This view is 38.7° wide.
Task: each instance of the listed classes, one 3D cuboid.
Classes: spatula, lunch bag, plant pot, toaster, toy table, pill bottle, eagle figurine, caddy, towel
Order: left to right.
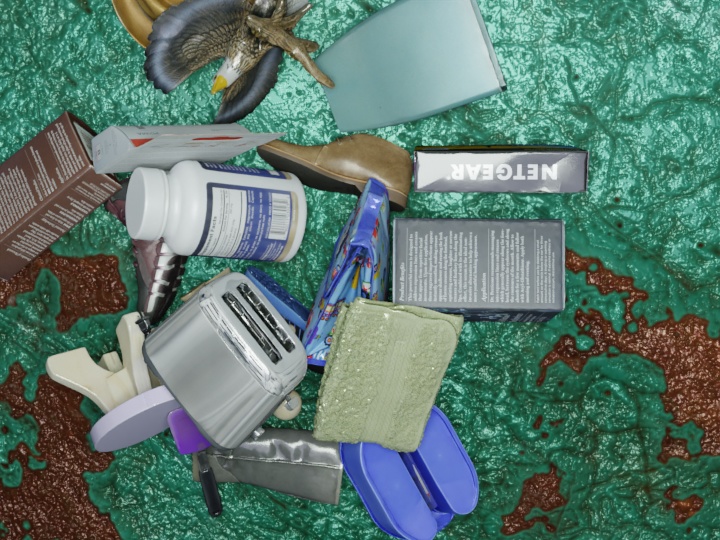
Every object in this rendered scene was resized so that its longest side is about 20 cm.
[{"bbox_3d":[-0.281,0.137,1.265,0.200,0.182,0.118,-39,70,44],"label":"toy table"},{"bbox_3d":[-0.196,0.244,1.290,0.056,0.021,0.202,-19,132,-15],"label":"spatula"},{"bbox_3d":[-0.173,-0.071,1.224,0.197,0.111,0.113,4,100,-29],"label":"pill bottle"},{"bbox_3d":[-0.155,0.094,1.175,0.129,0.113,0.201,-40,87,27],"label":"toaster"},{"bbox_3d":[-0.144,-0.253,1.191,0.150,0.199,0.154,-24,101,-36],"label":"eagle figurine"},{"bbox_3d":[0.000,0.000,1.210,0.093,0.151,0.202,16,123,1],"label":"lunch bag"},{"bbox_3d":[0.027,0.123,1.176,0.146,0.037,0.202,9,120,-14],"label":"towel"},{"bbox_3d":[0.060,0.248,1.302,0.140,0.105,0.202,-30,96,-16],"label":"caddy"},{"bbox_3d":[0.056,-0.243,1.213,0.197,0.141,0.143,-20,96,13],"label":"plant pot"}]

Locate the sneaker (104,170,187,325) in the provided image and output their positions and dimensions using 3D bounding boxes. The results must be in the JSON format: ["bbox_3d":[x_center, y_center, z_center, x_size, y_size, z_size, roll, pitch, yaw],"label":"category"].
[{"bbox_3d":[-0.279,-0.040,1.303,0.114,0.076,0.203,16,90,7],"label":"sneaker"}]

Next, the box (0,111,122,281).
[{"bbox_3d":[-0.404,-0.091,1.278,0.199,0.075,0.101,-35,61,7],"label":"box"}]

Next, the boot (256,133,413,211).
[{"bbox_3d":[-0.030,-0.138,1.276,0.197,0.074,0.077,17,81,-3],"label":"boot"}]

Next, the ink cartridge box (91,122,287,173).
[{"bbox_3d":[-0.201,-0.155,1.182,0.161,0.199,0.058,-7,83,-35],"label":"ink cartridge box"}]

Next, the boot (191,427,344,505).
[{"bbox_3d":[-0.114,0.212,1.323,0.197,0.073,0.185,6,112,10],"label":"boot"}]

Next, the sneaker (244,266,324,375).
[{"bbox_3d":[-0.092,0.087,1.308,0.200,0.070,0.078,42,105,2],"label":"sneaker"}]

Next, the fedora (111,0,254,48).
[{"bbox_3d":[-0.217,-0.350,1.240,0.197,0.082,0.204,1,98,4],"label":"fedora"}]

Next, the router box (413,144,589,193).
[{"bbox_3d":[0.161,-0.122,1.216,0.197,0.149,0.052,0,99,3],"label":"router box"}]

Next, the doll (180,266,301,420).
[{"bbox_3d":[-0.134,0.097,1.259,0.135,0.048,0.202,-29,97,21],"label":"doll"}]

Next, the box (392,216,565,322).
[{"bbox_3d":[0.137,0.002,1.225,0.197,0.148,0.109,1,82,4],"label":"box"}]
